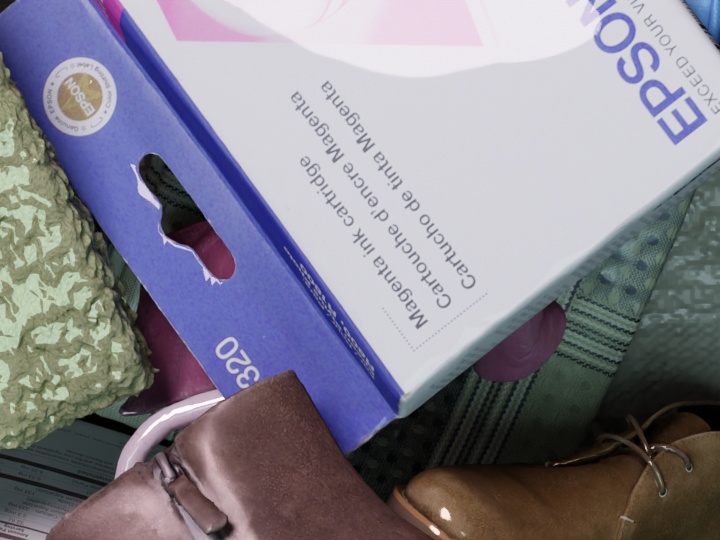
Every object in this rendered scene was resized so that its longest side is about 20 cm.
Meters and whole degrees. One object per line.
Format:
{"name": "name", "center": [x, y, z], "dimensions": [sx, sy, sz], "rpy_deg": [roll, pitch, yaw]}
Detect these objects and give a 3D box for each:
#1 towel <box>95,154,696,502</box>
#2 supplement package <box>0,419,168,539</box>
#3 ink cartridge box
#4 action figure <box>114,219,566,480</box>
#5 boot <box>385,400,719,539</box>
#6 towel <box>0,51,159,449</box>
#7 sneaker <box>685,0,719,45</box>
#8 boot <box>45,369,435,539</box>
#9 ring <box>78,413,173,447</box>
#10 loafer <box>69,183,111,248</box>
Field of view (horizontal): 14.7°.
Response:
{"name": "towel", "center": [0.009, -0.002, 1.038], "dimensions": [0.192, 0.035, 0.201], "rpy_deg": [21, 112, -6]}
{"name": "supplement package", "center": [-0.099, 0.177, 1.004], "dimensions": [0.150, 0.200, 0.152], "rpy_deg": [17, 119, -3]}
{"name": "ink cartridge box", "center": [-0.004, -0.063, 0.899], "dimensions": [0.200, 0.043, 0.197], "rpy_deg": [-39, 79, 7]}
{"name": "action figure", "center": [0.000, 0.000, 0.950], "dimensions": [0.200, 0.149, 0.134], "rpy_deg": [-33, 102, 29]}
{"name": "boot", "center": [0.086, 0.077, 0.994], "dimensions": [0.074, 0.200, 0.076], "rpy_deg": [42, 112, 34]}
{"name": "towel", "center": [-0.167, -0.018, 0.912], "dimensions": [0.148, 0.037, 0.201], "rpy_deg": [-26, 109, 6]}
{"name": "sneaker", "center": [0.084, -0.112, 0.938], "dimensions": [0.199, 0.105, 0.076], "rpy_deg": [5, 113, 3]}
{"name": "boot", "center": [-0.048, 0.150, 0.865], "dimensions": [0.200, 0.072, 0.167], "rpy_deg": [-39, 77, -6]}
{"name": "ring", "center": [-0.135, 0.123, 1.110], "dimensions": [0.199, 0.019, 0.201], "rpy_deg": [2, 114, 5]}
{"name": "loafer", "center": [-0.188, 0.014, 1.044], "dimensions": [0.199, 0.063, 0.072], "rpy_deg": [-24, 107, 15]}
